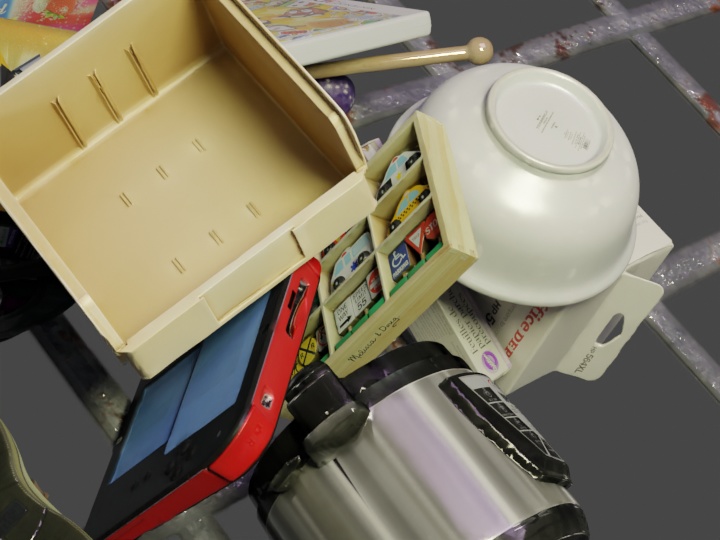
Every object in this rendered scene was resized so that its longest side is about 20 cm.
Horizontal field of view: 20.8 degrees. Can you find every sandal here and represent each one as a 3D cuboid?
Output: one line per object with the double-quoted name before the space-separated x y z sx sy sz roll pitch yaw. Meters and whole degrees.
"sandal" -0.218 0.159 1.198 0.080 0.057 0.201 -40 56 -9
"sandal" -0.219 0.021 1.325 0.199 0.075 0.048 -5 80 -34

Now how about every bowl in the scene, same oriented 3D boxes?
"bowl" 0.121 -0.080 1.401 0.199 0.091 0.202 10 51 -12

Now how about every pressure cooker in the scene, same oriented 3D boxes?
"pressure cooker" 0.026 0.144 1.252 0.178 0.176 0.200 -20 61 -37

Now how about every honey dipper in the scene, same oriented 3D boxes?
"honey dipper" 0.007 -0.165 1.547 0.198 0.038 0.038 -9 50 -2

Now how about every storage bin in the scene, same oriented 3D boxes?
"storage bin" -0.124 -0.066 1.253 0.199 0.094 0.199 -37 56 -8

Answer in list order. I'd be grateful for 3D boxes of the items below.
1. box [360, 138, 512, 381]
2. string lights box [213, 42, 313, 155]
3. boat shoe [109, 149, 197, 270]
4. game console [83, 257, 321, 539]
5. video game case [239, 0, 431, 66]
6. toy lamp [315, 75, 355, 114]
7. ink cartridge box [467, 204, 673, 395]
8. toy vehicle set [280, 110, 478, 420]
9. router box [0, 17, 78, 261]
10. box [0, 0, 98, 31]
"box" 0.041 0.000 1.453 0.039 0.041 0.201 -32 91 -47
"string lights box" -0.099 -0.117 1.385 0.059 0.103 0.200 27 22 -55
"boat shoe" -0.145 -0.050 1.349 0.072 0.062 0.201 9 42 -33
"game console" -0.104 0.079 1.255 0.031 0.176 0.201 42 38 -22
"video game case" -0.076 -0.190 1.556 0.199 0.023 0.181 -19 24 -39
"toy lamp" -0.016 -0.070 1.527 0.058 0.058 0.201 11 46 -20
"ink cartridge box" 0.128 -0.015 1.501 0.125 0.129 0.200 -23 63 -40
"toy vehicle set" 0.000 0.000 1.366 0.026 0.200 0.125 20 40 -33
"router box" -0.239 -0.096 1.430 0.156 0.052 0.201 8 47 -23
"box" -0.305 -0.237 1.495 0.199 0.096 0.100 -3 51 -30
